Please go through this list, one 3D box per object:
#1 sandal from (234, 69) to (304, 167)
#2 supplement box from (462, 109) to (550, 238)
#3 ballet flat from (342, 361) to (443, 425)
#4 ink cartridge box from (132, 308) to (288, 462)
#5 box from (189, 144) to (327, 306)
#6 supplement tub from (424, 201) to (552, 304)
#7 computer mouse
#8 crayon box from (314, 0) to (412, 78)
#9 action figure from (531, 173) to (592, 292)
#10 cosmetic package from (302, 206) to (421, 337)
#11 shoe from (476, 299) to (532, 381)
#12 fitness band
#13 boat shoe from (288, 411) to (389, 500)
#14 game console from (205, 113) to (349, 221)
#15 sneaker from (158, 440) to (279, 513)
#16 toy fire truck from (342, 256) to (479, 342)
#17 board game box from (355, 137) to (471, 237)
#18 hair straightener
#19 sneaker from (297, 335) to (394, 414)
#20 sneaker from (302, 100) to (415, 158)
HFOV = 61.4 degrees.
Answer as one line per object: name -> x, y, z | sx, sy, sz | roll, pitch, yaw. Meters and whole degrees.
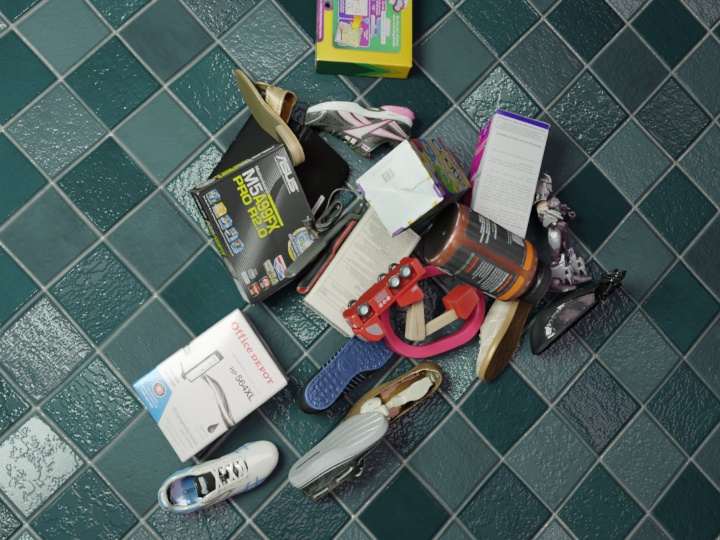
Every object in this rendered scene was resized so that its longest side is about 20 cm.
sandal -> -0.129, -0.261, 0.996 | 0.069, 0.078, 0.213 | -28, 64, -15
supplement box -> 0.245, -0.155, 1.051 | 0.101, 0.101, 0.205 | 14, 82, -4
ballet flat -> 0.057, 0.217, 1.001 | 0.197, 0.072, 0.069 | -29, 87, -9
ink cartridge box -> -0.232, 0.177, 0.965 | 0.198, 0.084, 0.147 | -36, 88, -8
box -> -0.154, -0.072, 0.962 | 0.159, 0.044, 0.203 | -32, 115, -22
supplement tub -> 0.206, -0.019, 0.964 | 0.197, 0.107, 0.109 | 27, 81, -15
computer mouse -> 0.359, 0.064, 1.041 | 0.199, 0.138, 0.053 | -42, 70, 3
crayon box -> 0.006, -0.453, 1.079 | 0.168, 0.058, 0.205 | 2, 84, -8
action figure -> 0.342, -0.070, 1.055 | 0.129, 0.068, 0.205 | -24, 101, -52
cosmetic package -> 0.000, 0.000, 1.011 | 0.103, 0.087, 0.201 | 38, 80, -4
shoe -> 0.246, 0.095, 1.052 | 0.070, 0.053, 0.203 | 35, 81, -46
fitness band -> 0.120, 0.067, 1.027 | 0.196, 0.037, 0.147 | -16, 93, -19
boat shoe -> -0.024, 0.298, 0.971 | 0.199, 0.072, 0.071 | -36, 107, 20
game console -> -0.147, -0.151, 1.047 | 0.175, 0.116, 0.202 | 38, 80, -32
sneaker -> -0.220, 0.329, 0.957 | 0.196, 0.072, 0.073 | -21, 84, -10
toy fire truck -> 0.081, 0.060, 0.964 | 0.199, 0.049, 0.142 | -41, 107, -15
board game box -> 0.092, -0.138, 0.970 | 0.104, 0.199, 0.104 | -35, 88, 26
hair straightener -> -0.055, -0.063, 0.975 | 0.201, 0.041, 0.077 | -51, 121, -14
sneaker -> -0.026, 0.164, 1.005 | 0.198, 0.078, 0.071 | -34, 85, -31
sneaker -> -0.003, -0.240, 1.046 | 0.195, 0.080, 0.089 | 3, 94, -1
